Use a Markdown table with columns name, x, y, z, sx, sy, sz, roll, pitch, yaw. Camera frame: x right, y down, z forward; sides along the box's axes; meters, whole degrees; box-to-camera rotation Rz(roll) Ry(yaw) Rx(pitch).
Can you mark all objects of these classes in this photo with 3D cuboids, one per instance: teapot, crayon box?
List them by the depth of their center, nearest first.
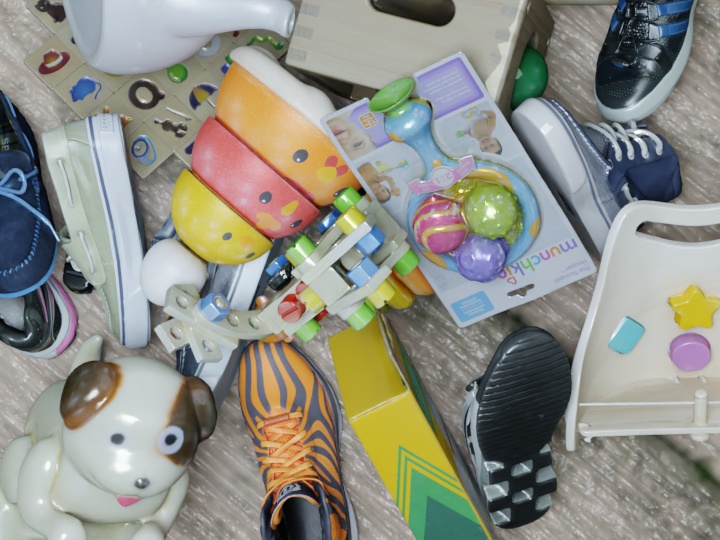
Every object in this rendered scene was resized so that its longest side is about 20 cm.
| name | x | y | z | sx | sy | sz | roll | pitch | yaw |
| --- | --- | --- | --- | --- | --- | --- | --- | --- | --- |
| crayon box | 0.033 | 0.119 | 1.092 | 0.051 | 0.126 | 0.200 | -26 | 115 | 4 |
| teapot | -0.144 | -0.245 | 1.105 | 0.146 | 0.197 | 0.201 | -12 | 89 | -21 |

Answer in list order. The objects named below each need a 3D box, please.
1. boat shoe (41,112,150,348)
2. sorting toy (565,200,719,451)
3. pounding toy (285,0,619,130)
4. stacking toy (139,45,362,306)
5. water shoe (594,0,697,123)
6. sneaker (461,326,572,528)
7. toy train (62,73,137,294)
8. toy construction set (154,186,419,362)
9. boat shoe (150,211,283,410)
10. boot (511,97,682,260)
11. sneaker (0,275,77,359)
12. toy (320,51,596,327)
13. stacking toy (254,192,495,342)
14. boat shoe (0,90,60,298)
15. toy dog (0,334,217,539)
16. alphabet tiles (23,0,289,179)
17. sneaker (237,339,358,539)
| name | x | y | z | sx | sy | sz | roll | pitch | yaw |
| --- | --- | --- | --- | --- | --- | --- | --- | --- | --- |
| boat shoe | -0.199 | -0.028 | 1.142 | 0.062 | 0.072 | 0.201 | -7 | 119 | -4 |
| sorting toy | 0.248 | 0.031 | 1.089 | 0.199 | 0.107 | 0.181 | -1 | 116 | 4 |
| pounding toy | 0.078 | -0.183 | 1.110 | 0.199 | 0.184 | 0.143 | 16 | 92 | 13 |
| stacking toy | -0.090 | -0.052 | 1.108 | 0.146 | 0.146 | 0.200 | 39 | 92 | 4 |
| water shoe | 0.216 | -0.212 | 1.126 | 0.071 | 0.079 | 0.200 | 15 | 79 | 44 |
| sneaker | 0.105 | 0.100 | 1.101 | 0.074 | 0.200 | 0.089 | -11 | 47 | -13 |
| toy train | -0.208 | -0.079 | 1.189 | 0.034 | 0.046 | 0.201 | 12 | 91 | 5 |
| toy construction set | -0.043 | 0.013 | 1.044 | 0.200 | 0.131 | 0.092 | -22 | 108 | 30 |
| boat shoe | -0.133 | 0.033 | 1.175 | 0.091 | 0.071 | 0.201 | 20 | 85 | 5 |
| boot | 0.178 | -0.088 | 1.094 | 0.090 | 0.200 | 0.073 | -40 | 59 | 0 |
| sneaker | -0.304 | -0.015 | 1.177 | 0.200 | 0.086 | 0.080 | 44 | 92 | 4 |
| toy | 0.068 | -0.042 | 1.032 | 0.115 | 0.047 | 0.200 | -23 | 115 | 23 |
| stacking toy | 0.000 | 0.000 | 1.148 | 0.200 | 0.110 | 0.116 | -31 | 110 | 13 |
| boat shoe | -0.281 | -0.062 | 1.130 | 0.084 | 0.069 | 0.200 | -20 | 46 | -7 |
| toy dog | -0.181 | 0.131 | 1.107 | 0.139 | 0.200 | 0.194 | 22 | 62 | -19 |
| alphabet tiles | -0.159 | -0.171 | 1.176 | 0.200 | 0.006 | 0.166 | 44 | 73 | 3 |
| sneaker | -0.049 | 0.147 | 1.142 | 0.077 | 0.112 | 0.201 | -20 | 87 | 4 |
